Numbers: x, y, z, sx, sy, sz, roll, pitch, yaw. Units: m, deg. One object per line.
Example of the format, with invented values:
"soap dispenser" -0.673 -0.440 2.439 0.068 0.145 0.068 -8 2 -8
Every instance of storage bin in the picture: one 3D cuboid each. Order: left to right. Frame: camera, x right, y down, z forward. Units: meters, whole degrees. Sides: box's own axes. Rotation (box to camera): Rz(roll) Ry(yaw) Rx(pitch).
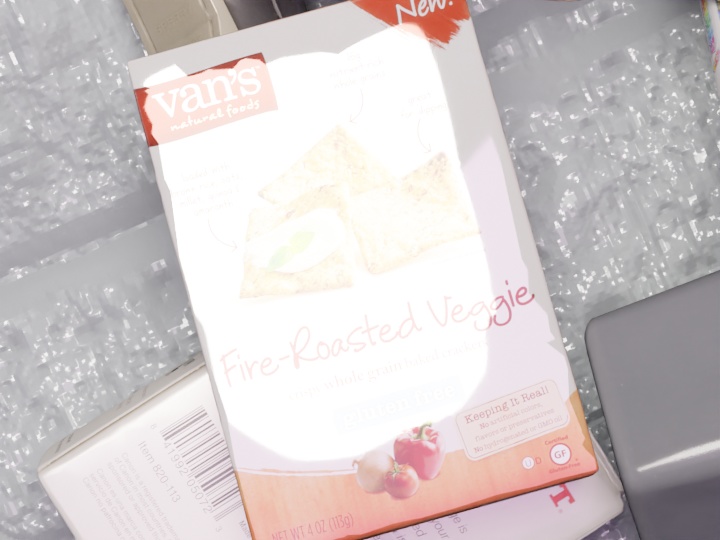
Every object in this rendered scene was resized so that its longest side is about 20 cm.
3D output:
"storage bin" 0.171 0.066 0.895 0.134 0.200 0.146 -15 52 6

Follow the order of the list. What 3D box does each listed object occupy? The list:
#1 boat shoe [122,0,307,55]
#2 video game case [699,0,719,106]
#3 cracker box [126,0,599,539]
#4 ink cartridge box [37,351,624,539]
"boat shoe" -0.062 -0.133 0.932 0.063 0.073 0.201 -16 89 -46
"video game case" 0.209 -0.085 0.887 0.143 0.200 0.018 9 126 -5
"cracker box" 0.000 0.000 0.853 0.134 0.058 0.201 -16 83 -1
"ink cartridge box" -0.012 0.087 0.926 0.200 0.083 0.147 -32 95 -2
